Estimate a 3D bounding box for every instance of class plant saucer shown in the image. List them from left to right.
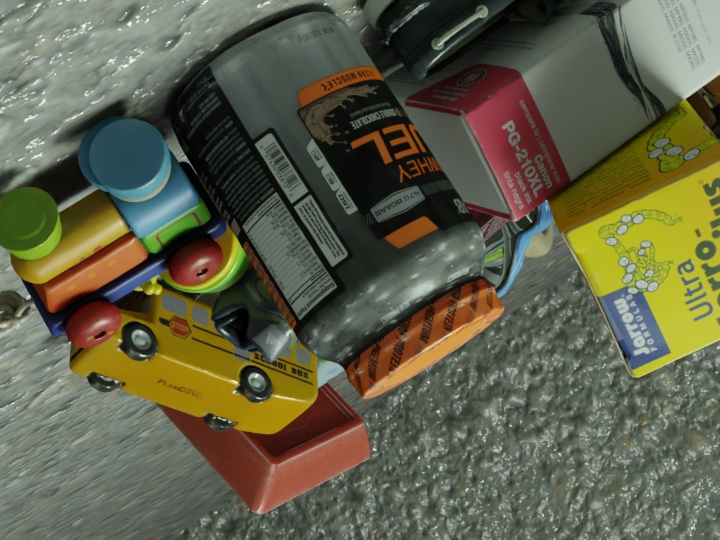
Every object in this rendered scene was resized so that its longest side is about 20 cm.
[{"bbox_3d":[-0.096,0.112,1.354,0.037,0.200,0.199,-52,163,27],"label":"plant saucer"}]

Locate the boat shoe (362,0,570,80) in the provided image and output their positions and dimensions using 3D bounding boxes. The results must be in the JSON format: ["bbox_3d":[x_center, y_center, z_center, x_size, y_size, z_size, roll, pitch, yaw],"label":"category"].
[{"bbox_3d":[0.096,-0.175,0.912,0.200,0.060,0.076,-29,170,-17],"label":"boat shoe"}]

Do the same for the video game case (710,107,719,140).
[{"bbox_3d":[0.264,-0.075,1.076,0.024,0.183,0.200,29,151,-36],"label":"video game case"}]

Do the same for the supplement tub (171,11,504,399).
[{"bbox_3d":[-0.011,-0.036,0.854,0.122,0.200,0.123,-32,171,-6],"label":"supplement tub"}]

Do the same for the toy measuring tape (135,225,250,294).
[{"bbox_3d":[-0.078,-0.039,1.013,0.200,0.074,0.074,-34,170,13],"label":"toy measuring tape"}]

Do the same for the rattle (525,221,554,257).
[{"bbox_3d":[0.110,-0.062,1.410,0.142,0.131,0.200,6,-158,15],"label":"rattle"}]

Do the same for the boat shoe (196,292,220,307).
[{"bbox_3d":[-0.084,0.011,1.260,0.200,0.071,0.063,-47,-172,45],"label":"boat shoe"}]

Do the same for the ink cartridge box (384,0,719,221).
[{"bbox_3d":[0.124,-0.127,0.965,0.200,0.084,0.145,-35,-157,-15],"label":"ink cartridge box"}]

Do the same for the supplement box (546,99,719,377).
[{"bbox_3d":[0.184,-0.038,0.957,0.109,0.109,0.200,-26,-159,9],"label":"supplement box"}]

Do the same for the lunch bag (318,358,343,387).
[{"bbox_3d":[0.003,0.006,1.369,0.170,0.128,0.200,-43,178,39],"label":"lunch bag"}]

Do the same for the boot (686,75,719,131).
[{"bbox_3d":[0.246,-0.193,1.018,0.074,0.155,0.200,-27,169,-27],"label":"boot"}]

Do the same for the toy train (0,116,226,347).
[{"bbox_3d":[-0.180,-0.007,0.843,0.200,0.085,0.116,-31,160,-5],"label":"toy train"}]

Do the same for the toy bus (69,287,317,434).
[{"bbox_3d":[-0.132,0.072,1.205,0.200,0.078,0.065,23,137,-29],"label":"toy bus"}]

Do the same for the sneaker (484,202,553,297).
[{"bbox_3d":[0.099,-0.037,1.212,0.082,0.071,0.200,6,153,-9],"label":"sneaker"}]

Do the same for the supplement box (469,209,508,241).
[{"bbox_3d":[0.056,-0.066,1.064,0.200,0.109,0.061,-39,168,-29],"label":"supplement box"}]

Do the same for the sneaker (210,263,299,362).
[{"bbox_3d":[-0.080,0.012,1.079,0.081,0.074,0.200,-50,-160,-8],"label":"sneaker"}]
